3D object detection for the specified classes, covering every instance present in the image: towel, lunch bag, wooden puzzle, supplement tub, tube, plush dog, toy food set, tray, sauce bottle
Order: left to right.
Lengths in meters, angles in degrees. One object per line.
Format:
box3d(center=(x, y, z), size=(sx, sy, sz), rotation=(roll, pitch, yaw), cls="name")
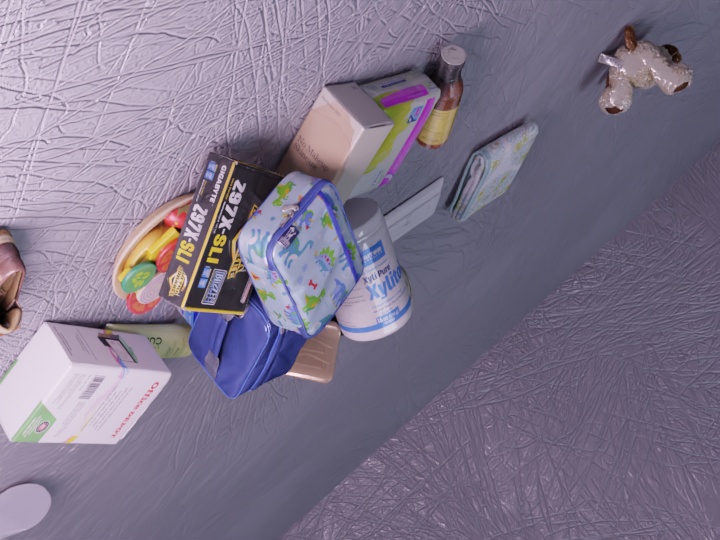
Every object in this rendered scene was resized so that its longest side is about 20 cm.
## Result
box3d(center=(-0.323, 0.107, 1.687), size=(0.199, 0.051, 0.059), rotation=(4, 86, -59), cls="tube")
box3d(center=(-0.252, -0.024, 1.542), size=(0.198, 0.049, 0.200), rotation=(-43, 163, -3), cls="toy food set")
box3d(center=(-0.163, 0.082, 1.688), size=(0.132, 0.136, 0.201), rotation=(-26, 152, -45), cls="lunch bag")
box3d(center=(-0.128, 0.119, 1.994), size=(0.201, 0.182, 0.047), rotation=(101, 0, -58), cls="wooden puzzle")
box3d(center=(-0.076, -0.023, 1.558), size=(0.161, 0.082, 0.201), rotation=(-51, 141, -29), cls="lunch bag")
box3d(center=(0.000, 0.000, 1.863), size=(0.131, 0.131, 0.202), rotation=(-34, 120, -26), cls="supplement tub")
box3d(center=(0.083, -0.095, 2.165), size=(0.199, 0.022, 0.108), rotation=(-35, 159, -27), cls="tray")
box3d(center=(0.127, -0.273, 1.792), size=(0.066, 0.066, 0.201), rotation=(-34, 159, -27), cls="sauce bottle")
box3d(center=(0.263, -0.199, 2.292), size=(0.170, 0.048, 0.201), rotation=(-35, 160, -36), cls="towel")
box3d(center=(0.579, -0.427, 2.380), size=(0.198, 0.163, 0.172), rotation=(-19, -176, 17), cls="plush dog")

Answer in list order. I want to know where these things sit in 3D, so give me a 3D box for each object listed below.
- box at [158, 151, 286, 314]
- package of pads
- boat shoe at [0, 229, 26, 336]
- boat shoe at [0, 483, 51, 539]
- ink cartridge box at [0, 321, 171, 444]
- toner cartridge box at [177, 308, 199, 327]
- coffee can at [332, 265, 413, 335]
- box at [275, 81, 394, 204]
box3d(center=(-0.176, -0.045, 1.514), size=(0.159, 0.049, 0.203), rotation=(12, 100, -64), cls="box")
box3d(center=(0.018, -0.197, 1.714), size=(0.154, 0.068, 0.201), rotation=(-26, 154, -46), cls="package of pads")
box3d(center=(-0.419, 0.046, 1.289), size=(0.072, 0.072, 0.201), rotation=(-21, 151, -50), cls="boat shoe")
box3d(center=(-0.574, 0.394, 1.768), size=(0.069, 0.072, 0.199), rotation=(-22, -173, 46), cls="boat shoe")
box3d(center=(-0.379, 0.158, 1.560), size=(0.145, 0.084, 0.199), rotation=(-49, 151, 16), cls="ink cartridge box")
box3d(center=(-0.188, -0.003, 1.737), size=(0.199, 0.043, 0.095), rotation=(-36, 159, -26), cls="toner cartridge box")
box3d(center=(-0.003, 0.044, 2.080), size=(0.147, 0.147, 0.199), rotation=(-48, 162, 14), cls="coffee can")
box3d(center=(-0.047, -0.159, 1.619), size=(0.077, 0.095, 0.201), rotation=(-19, 149, -51), cls="box")
